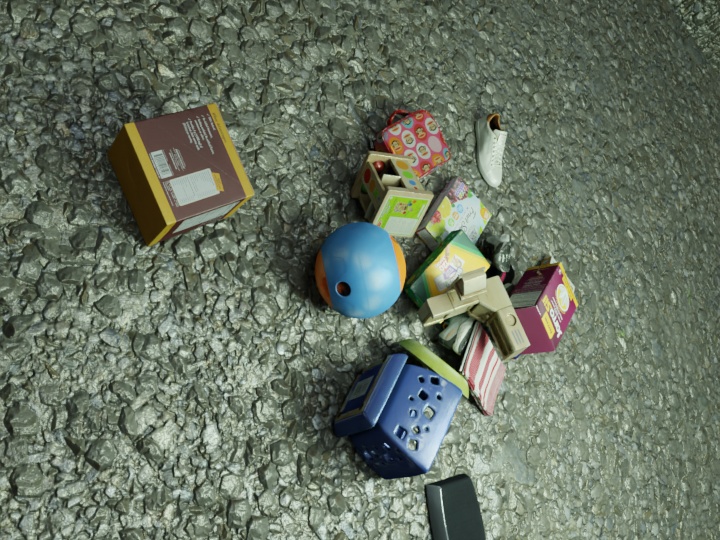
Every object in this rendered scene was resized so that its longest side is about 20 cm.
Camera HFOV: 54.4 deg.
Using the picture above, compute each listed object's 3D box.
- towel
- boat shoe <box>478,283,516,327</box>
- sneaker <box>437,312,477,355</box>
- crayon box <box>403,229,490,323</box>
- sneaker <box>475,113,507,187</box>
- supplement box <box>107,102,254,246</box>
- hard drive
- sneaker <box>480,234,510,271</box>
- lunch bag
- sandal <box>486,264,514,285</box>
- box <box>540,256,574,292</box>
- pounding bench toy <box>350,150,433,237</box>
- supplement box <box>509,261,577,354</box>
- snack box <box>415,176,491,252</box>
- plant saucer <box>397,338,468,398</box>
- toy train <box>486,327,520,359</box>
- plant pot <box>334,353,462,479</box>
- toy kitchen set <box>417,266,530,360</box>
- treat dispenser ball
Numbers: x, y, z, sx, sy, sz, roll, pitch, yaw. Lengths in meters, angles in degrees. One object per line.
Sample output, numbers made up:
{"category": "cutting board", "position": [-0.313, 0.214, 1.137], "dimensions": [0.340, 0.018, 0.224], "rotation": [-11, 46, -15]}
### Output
{"category": "towel", "position": [0.299, 0.241, 1.696], "dimensions": [0.201, 0.022, 0.146], "rotation": [55, 48, -40]}
{"category": "boat shoe", "position": [0.354, 0.090, 1.741], "dimensions": [0.200, 0.059, 0.074], "rotation": [-31, 135, -49]}
{"category": "sneaker", "position": [0.251, 0.126, 1.718], "dimensions": [0.200, 0.078, 0.076], "rotation": [-42, 142, -50]}
{"category": "crayon box", "position": [0.207, 0.014, 1.693], "dimensions": [0.200, 0.058, 0.119], "rotation": [-47, 104, -16]}
{"category": "sneaker", "position": [0.367, -0.337, 1.934], "dimensions": [0.071, 0.084, 0.206], "rotation": [0, 77, -36]}
{"category": "supplement box", "position": [-0.347, -0.188, 1.358], "dimensions": [0.197, 0.132, 0.201], "rotation": [-24, 89, -37]}
{"category": "hard drive", "position": [0.221, 0.573, 1.577], "dimensions": [0.132, 0.042, 0.206], "rotation": [-3, 78, -35]}
{"category": "sneaker", "position": [0.343, -0.045, 1.778], "dimensions": [0.200, 0.077, 0.076], "rotation": [-48, 140, -74]}
{"category": "lunch bag", "position": [0.122, -0.315, 1.756], "dimensions": [0.198, 0.081, 0.179], "rotation": [-31, 93, -36]}
{"category": "sandal", "position": [0.337, 0.017, 1.804], "dimensions": [0.074, 0.046, 0.198], "rotation": [35, 42, 28]}
{"category": "box", "position": [0.536, 0.051, 1.930], "dimensions": [0.120, 0.041, 0.201], "rotation": [49, 39, -14]}
{"category": "pounding bench toy", "position": [0.053, -0.154, 1.639], "dimensions": [0.121, 0.202, 0.158], "rotation": [2, 43, -29]}
{"category": "supplement box", "position": [0.441, 0.090, 1.718], "dimensions": [0.200, 0.102, 0.133], "rotation": [-47, 116, -43]}
{"category": "snack box", "position": [0.241, -0.120, 1.797], "dimensions": [0.142, 0.053, 0.202], "rotation": [45, 57, -16]}
{"category": "plant saucer", "position": [0.168, 0.211, 1.559], "dimensions": [0.199, 0.200, 0.031], "rotation": [41, 86, -18]}
{"category": "toy train", "position": [0.409, 0.126, 1.834], "dimensions": [0.115, 0.085, 0.201], "rotation": [38, 46, 1]}
{"category": "plant pot", "position": [0.067, 0.298, 1.466], "dimensions": [0.178, 0.199, 0.202], "rotation": [37, 59, -11]}
{"category": "toy kitchen set", "position": [0.264, 0.111, 1.564], "dimensions": [0.195, 0.164, 0.184], "rotation": [-16, 70, -20]}
{"category": "treat dispenser ball", "position": [0.000, 0.000, 1.500], "dimensions": [0.197, 0.199, 0.207], "rotation": [11, 69, -31]}
